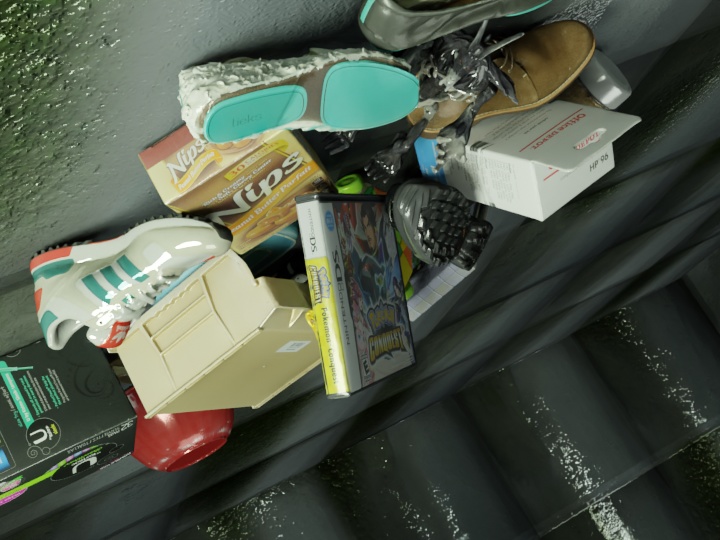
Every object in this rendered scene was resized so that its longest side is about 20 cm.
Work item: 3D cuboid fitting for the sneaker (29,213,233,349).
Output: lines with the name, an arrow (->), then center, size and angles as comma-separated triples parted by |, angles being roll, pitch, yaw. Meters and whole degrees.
sneaker -> -0.191, 0.016, 0.872 | 0.199, 0.094, 0.070 | -12, 166, 21

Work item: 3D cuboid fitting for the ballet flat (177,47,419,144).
ballet flat -> -0.047, -0.143, 0.784 | 0.200, 0.072, 0.072 | -11, 157, -32

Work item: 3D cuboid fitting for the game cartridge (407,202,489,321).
game cartridge -> 0.105, -0.041, 1.260 | 0.130, 0.038, 0.200 | -39, -158, 39

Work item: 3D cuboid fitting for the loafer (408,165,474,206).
loafer -> 0.090, -0.101, 1.206 | 0.073, 0.071, 0.200 | -61, -173, -20

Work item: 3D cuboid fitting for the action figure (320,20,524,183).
action figure -> 0.054, -0.143, 0.890 | 0.200, 0.119, 0.102 | -37, -160, 49

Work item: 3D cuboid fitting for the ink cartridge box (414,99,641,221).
ink cartridge box -> 0.163, -0.114, 1.007 | 0.116, 0.200, 0.068 | -35, 126, -28

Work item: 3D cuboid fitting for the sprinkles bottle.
sprinkles bottle -> 0.215, -0.166, 1.196 | 0.200, 0.068, 0.068 | -41, 162, 29

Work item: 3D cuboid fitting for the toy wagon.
toy wagon -> 0.000, 0.000, 1.084 | 0.039, 0.155, 0.200 | -10, -149, 29

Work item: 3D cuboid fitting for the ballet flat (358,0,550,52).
ballet flat -> 0.092, -0.225, 0.797 | 0.200, 0.068, 0.068 | -26, 156, -16

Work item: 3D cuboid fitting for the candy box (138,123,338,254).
candy box -> -0.099, -0.083, 0.904 | 0.115, 0.055, 0.200 | -32, 166, 4

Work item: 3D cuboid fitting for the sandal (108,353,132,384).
sandal -> -0.229, 0.106, 1.286 | 0.200, 0.054, 0.080 | 11, 133, -46

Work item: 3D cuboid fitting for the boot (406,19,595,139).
boot -> 0.137, -0.192, 0.982 | 0.200, 0.074, 0.075 | -26, 158, -5

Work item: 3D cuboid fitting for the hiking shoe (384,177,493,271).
hiking shoe -> 0.057, -0.050, 1.015 | 0.076, 0.101, 0.200 | -64, 156, -2

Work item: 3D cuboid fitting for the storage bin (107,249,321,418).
storage bin -> -0.122, 0.066, 1.105 | 0.198, 0.094, 0.200 | -38, 159, 22

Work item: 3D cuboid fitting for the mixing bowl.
mixing bowl -> -0.255, 0.213, 1.457 | 0.200, 0.109, 0.200 | -28, 164, -9

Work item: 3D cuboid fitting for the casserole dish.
casserole dish -> -0.145, -0.010, 1.086 | 0.200, 0.039, 0.121 | -34, 163, 16

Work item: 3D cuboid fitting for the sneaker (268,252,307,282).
sneaker -> -0.089, 0.019, 1.255 | 0.200, 0.076, 0.088 | -19, 133, -8

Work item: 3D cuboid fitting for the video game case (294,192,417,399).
video game case -> 0.001, 0.017, 0.991 | 0.025, 0.181, 0.200 | -10, 180, 21

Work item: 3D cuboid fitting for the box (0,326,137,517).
box -> -0.355, 0.167, 1.094 | 0.200, 0.124, 0.149 | -25, 164, -23
